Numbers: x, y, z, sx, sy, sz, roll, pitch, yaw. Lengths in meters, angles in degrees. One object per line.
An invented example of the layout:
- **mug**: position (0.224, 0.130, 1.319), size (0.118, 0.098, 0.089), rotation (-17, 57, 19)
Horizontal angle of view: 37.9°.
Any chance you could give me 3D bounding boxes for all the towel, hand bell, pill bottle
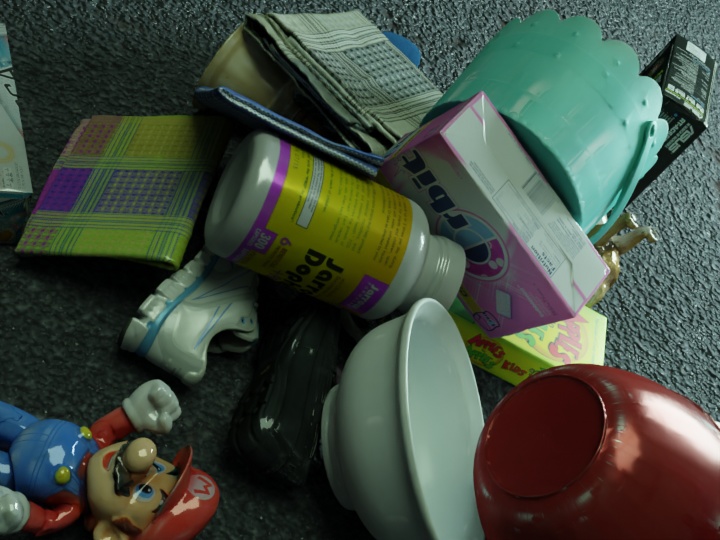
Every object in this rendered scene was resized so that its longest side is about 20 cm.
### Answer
- **towel**: position (-0.066, -0.123, 0.880), size (0.143, 0.024, 0.200), rotation (24, 3, -17)
- **hand bell**: position (-0.053, -0.142, 1.017), size (0.199, 0.104, 0.104), rotation (37, 42, 1)
- **towel**: position (0.005, -0.189, 1.017), size (0.193, 0.035, 0.199), rotation (49, 34, 13)
- **towel**: position (-0.192, -0.073, 0.882), size (0.142, 0.023, 0.201), rotation (2, 42, 6)
- **pill bottle**: position (-0.016, -0.026, 0.836), size (0.198, 0.104, 0.105), rotation (24, 42, -20)

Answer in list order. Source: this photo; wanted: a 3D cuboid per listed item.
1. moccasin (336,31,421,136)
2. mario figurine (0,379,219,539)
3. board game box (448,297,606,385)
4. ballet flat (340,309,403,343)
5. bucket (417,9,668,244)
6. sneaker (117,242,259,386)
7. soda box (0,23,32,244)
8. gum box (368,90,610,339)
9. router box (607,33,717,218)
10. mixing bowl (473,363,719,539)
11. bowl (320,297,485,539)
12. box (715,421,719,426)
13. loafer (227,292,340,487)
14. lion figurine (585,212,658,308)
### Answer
- **moccasin**: position (0.007, -0.192, 1.127), size (0.080, 0.069, 0.201), rotation (27, 40, 5)
- **mario figurine**: position (-0.185, 0.117, 0.686), size (0.198, 0.106, 0.125), rotation (20, 78, -4)
- **board game box**: position (0.136, 0.047, 0.998), size (0.198, 0.048, 0.102), rotation (28, 42, -7)
- **ballet flat**: position (0.000, 0.000, 0.946), size (0.071, 0.072, 0.202), rotation (7, 47, -26)
- **bucket**: position (0.157, -0.114, 0.949), size (0.207, 0.208, 0.135), rotation (41, 62, 8)
- **sneaker**: position (-0.110, 0.020, 0.863), size (0.086, 0.075, 0.200), rotation (40, 50, -2)
- **soda box**: position (-0.317, -0.117, 0.856), size (0.068, 0.064, 0.202), rotation (1, 52, -30)
- **gum box**: position (0.110, -0.037, 0.892), size (0.066, 0.113, 0.201), rotation (-44, 102, -32)
- **router box**: position (0.301, -0.145, 1.162), size (0.062, 0.200, 0.150), rotation (34, 41, -5)
- **mixing bowl**: position (0.156, 0.143, 0.758), size (0.108, 0.199, 0.202), rotation (45, 32, -35)
- **bowl**: position (0.029, 0.128, 0.796), size (0.201, 0.089, 0.204), rotation (-10, 90, -70)
- **box**: position (0.232, 0.217, 0.857), size (0.151, 0.107, 0.202), rotation (18, 45, -16)
- **loafer**: position (-0.048, 0.087, 0.840), size (0.070, 0.068, 0.202), rotation (43, 35, -20)
- **lion figurine**: position (0.226, -0.058, 1.078), size (0.072, 0.122, 0.202), rotation (20, 51, -41)
